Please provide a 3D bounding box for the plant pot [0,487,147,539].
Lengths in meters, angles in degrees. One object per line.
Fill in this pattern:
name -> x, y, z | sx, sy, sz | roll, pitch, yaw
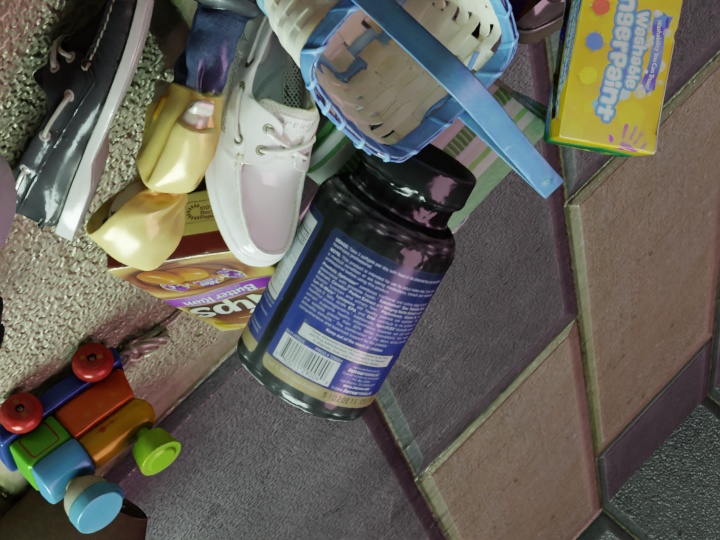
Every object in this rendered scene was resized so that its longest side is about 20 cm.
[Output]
plant pot -> -0.270, 0.280, 1.179 | 0.200, 0.187, 0.187 | -63, 155, -4

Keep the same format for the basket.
basket -> 0.036, -0.137, 0.868 | 0.139, 0.200, 0.176 | -41, 151, 6

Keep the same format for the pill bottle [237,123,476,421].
pill bottle -> 0.000, 0.000, 1.005 | 0.112, 0.112, 0.200 | 1, 122, -58

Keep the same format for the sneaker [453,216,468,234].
sneaker -> 0.056, -0.087, 1.160 | 0.077, 0.076, 0.200 | -48, 154, 8

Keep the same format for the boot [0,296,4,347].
boot -> -0.283, 0.034, 0.760 | 0.198, 0.162, 0.074 | 163, -59, -75

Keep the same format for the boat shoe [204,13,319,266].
boat shoe -> -0.063, -0.103, 0.962 | 0.071, 0.069, 0.201 | -3, 91, -41

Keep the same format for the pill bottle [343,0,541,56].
pill bottle -> 0.059, -0.213, 1.071 | 0.200, 0.111, 0.111 | -41, 153, -15

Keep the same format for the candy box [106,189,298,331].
candy box -> -0.101, -0.005, 1.095 | 0.116, 0.057, 0.200 | -8, 163, 19

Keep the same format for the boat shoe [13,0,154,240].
boat shoe -> -0.181, -0.114, 0.885 | 0.074, 0.060, 0.200 | -83, -164, -58

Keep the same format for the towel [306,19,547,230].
towel -> 0.053, -0.100, 1.065 | 0.153, 0.023, 0.200 | -47, 145, 14

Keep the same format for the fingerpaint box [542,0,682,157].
fingerpaint box -> 0.190, -0.189, 1.021 | 0.167, 0.073, 0.201 | -54, 154, -84

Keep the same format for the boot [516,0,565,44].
boot -> 0.184, -0.310, 1.202 | 0.182, 0.073, 0.200 | -42, 147, -20

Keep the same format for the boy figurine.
boy figurine -> -0.128, -0.100, 0.933 | 0.064, 0.124, 0.200 | 18, 102, -24

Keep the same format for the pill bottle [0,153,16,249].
pill bottle -> -0.280, -0.062, 0.739 | 0.113, 0.113, 0.200 | -50, 155, 1

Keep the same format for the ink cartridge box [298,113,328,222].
ink cartridge box -> 0.014, -0.122, 1.195 | 0.200, 0.050, 0.109 | -53, 153, 6

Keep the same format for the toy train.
toy train -> -0.187, 0.117, 1.126 | 0.200, 0.116, 0.085 | -36, 152, -24
